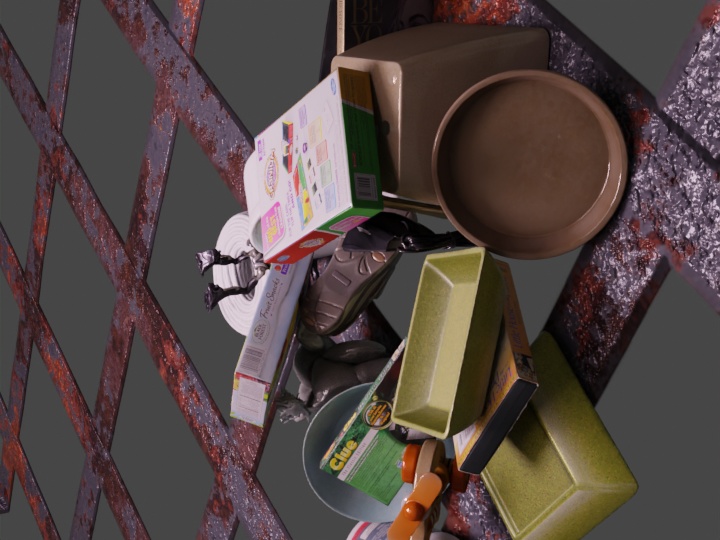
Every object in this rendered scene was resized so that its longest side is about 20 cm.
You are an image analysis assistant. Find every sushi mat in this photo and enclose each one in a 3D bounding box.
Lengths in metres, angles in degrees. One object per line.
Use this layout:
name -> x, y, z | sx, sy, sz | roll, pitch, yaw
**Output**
sushi mat -> 0.044, -0.076, 1.296 | 0.095, 0.198, 0.012 | 4, 88, 57

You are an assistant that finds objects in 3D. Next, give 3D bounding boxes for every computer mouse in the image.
computer mouse -> 0.068, -0.048, 1.317 | 0.199, 0.139, 0.047 | -176, 81, -65

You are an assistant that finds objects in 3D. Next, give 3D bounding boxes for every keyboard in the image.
keyboard -> 0.006, -0.275, 1.391 | 0.126, 0.021, 0.203 | -9, 63, 33

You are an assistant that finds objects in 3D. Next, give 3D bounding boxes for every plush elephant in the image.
plush elephant -> -0.028, 0.141, 1.496 | 0.155, 0.197, 0.167 | -112, 28, -57

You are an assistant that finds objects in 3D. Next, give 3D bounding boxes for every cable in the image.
cable -> -0.158, 0.003, 1.733 | 0.199, 0.069, 0.203 | 30, 121, 50

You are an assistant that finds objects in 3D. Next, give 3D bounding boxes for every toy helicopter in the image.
toy helicopter -> 0.071, 0.297, 1.306 | 0.078, 0.132, 0.203 | 8, 83, 14

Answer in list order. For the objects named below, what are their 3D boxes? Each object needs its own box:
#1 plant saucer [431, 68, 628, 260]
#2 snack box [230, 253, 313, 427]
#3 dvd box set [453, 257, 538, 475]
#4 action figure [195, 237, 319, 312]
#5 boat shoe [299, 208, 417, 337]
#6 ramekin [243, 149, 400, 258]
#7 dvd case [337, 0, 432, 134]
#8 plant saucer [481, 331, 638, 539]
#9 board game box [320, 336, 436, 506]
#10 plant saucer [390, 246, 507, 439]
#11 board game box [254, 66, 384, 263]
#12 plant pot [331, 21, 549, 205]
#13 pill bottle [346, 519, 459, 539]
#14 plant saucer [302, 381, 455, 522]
plant saucer -> 0.171, -0.108, 1.144 | 0.030, 0.197, 0.203 | -66, -13, -64
snack box -> -0.112, 0.079, 1.436 | 0.143, 0.052, 0.202 | 108, 179, -61
dvd box set -> 0.138, 0.104, 1.251 | 0.201, 0.029, 0.147 | -95, 25, -53
action figure -> -0.132, -0.010, 1.594 | 0.102, 0.197, 0.120 | 141, 114, -69
boat shoe -> 0.000, 0.000, 1.433 | 0.074, 0.073, 0.200 | 40, 87, 23
ramekin -> -0.056, -0.104, 1.446 | 0.201, 0.198, 0.099 | -49, 51, 49
dvd case -> 0.030, -0.246, 1.319 | 0.016, 0.148, 0.203 | 14, 109, 44
plant saucer -> 0.191, 0.206, 1.256 | 0.202, 0.047, 0.200 | 63, 143, 26
board game box -> 0.045, 0.187, 1.382 | 0.201, 0.104, 0.024 | -56, 15, 16
plant saucer -> 0.103, 0.081, 1.244 | 0.200, 0.047, 0.203 | 173, 109, -75
board game box -> -0.050, -0.108, 1.225 | 0.199, 0.040, 0.155 | -27, 65, 55
plant pot -> 0.073, -0.169, 1.246 | 0.199, 0.175, 0.203 | 21, 113, 53
pill bottle -> 0.075, 0.384, 1.422 | 0.199, 0.118, 0.121 | 2, 99, 56
plant saucer -> 0.025, 0.224, 1.428 | 0.039, 0.198, 0.204 | -100, 15, -68
